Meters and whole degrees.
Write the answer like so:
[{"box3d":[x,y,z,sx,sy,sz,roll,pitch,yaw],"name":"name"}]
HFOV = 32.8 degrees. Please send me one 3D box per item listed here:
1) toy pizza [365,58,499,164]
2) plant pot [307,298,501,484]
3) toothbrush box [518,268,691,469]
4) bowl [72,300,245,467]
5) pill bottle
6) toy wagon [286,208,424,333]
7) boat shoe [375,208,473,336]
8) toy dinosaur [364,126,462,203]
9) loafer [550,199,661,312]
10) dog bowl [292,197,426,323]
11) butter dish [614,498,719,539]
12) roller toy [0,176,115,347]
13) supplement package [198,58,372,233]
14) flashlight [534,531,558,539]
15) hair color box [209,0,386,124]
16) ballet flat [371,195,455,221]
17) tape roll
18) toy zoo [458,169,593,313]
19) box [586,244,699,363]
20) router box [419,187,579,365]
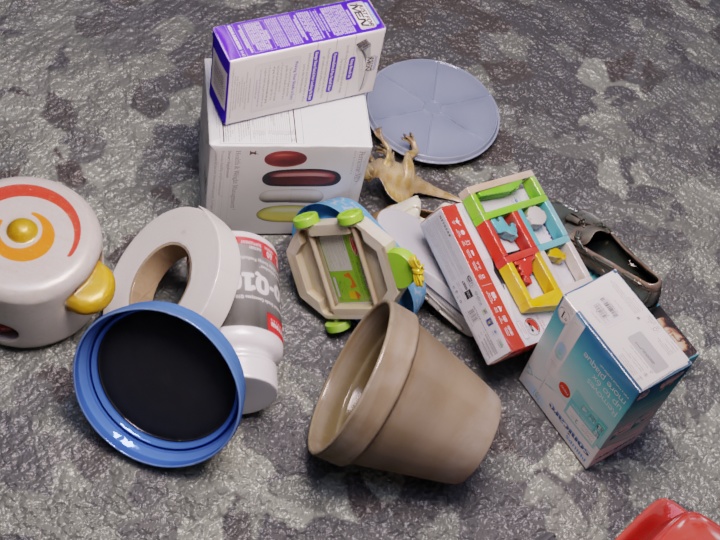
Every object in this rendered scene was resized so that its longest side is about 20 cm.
[{"box3d":[0.101,-0.225,1.764,0.200,0.032,0.200,5,54,-7],"name":"toy pizza"},{"box3d":[0.059,0.159,1.416,0.173,0.200,0.200,28,54,-12],"name":"plant pot"},{"box3d":[0.285,0.120,1.458,0.085,0.200,0.146,-24,64,-23],"name":"toothbrush box"},{"box3d":[-0.224,0.126,1.374,0.200,0.201,0.039,22,26,5],"name":"bowl"},{"box3d":[-0.151,0.063,1.470,0.114,0.114,0.200,0,56,-10],"name":"pill bottle"},{"box3d":[0.000,0.000,1.487,0.200,0.155,0.040,-2,23,37],"name":"toy wagon"},{"box3d":[0.090,0.005,1.574,0.200,0.066,0.072,40,46,5],"name":"boat shoe"},{"box3d":[0.054,-0.133,1.664,0.200,0.058,0.101,14,56,-41],"name":"toy dinosaur"},{"box3d":[0.316,-0.030,1.588,0.072,0.063,0.200,-33,66,-26],"name":"loafer"},{"box3d":[0.002,-0.009,1.543,0.200,0.111,0.050,48,45,6],"name":"dog bowl"},{"box3d":[0.370,0.350,1.348,0.200,0.148,0.199,-35,69,-29],"name":"butter dish"},{"box3d":[-0.398,-0.012,1.460,0.182,0.140,0.200,-14,60,-18],"name":"roller toy"},{"box3d":[-0.104,-0.157,1.581,0.200,0.191,0.147,-1,57,-10],"name":"supplement package"},{"box3d":[0.150,0.368,1.350,0.200,0.068,0.068,-28,103,-22],"name":"flashlight"},{"box3d":[-0.077,-0.252,1.467,0.200,0.109,0.065,-14,58,-20],"name":"hair color box"},{"box3d":[0.094,-0.062,1.624,0.200,0.072,0.068,8,46,-4],"name":"ballet flat"},{"box3d":[-0.225,0.021,1.451,0.037,0.203,0.203,32,41,-43],"name":"tape roll"},{"box3d":[0.216,-0.026,1.534,0.131,0.020,0.200,-17,75,-41],"name":"toy zoo"},{"box3d":[0.344,0.060,1.602,0.082,0.049,0.200,-23,63,-24],"name":"box"},{"box3d":[0.190,0.002,1.548,0.179,0.049,0.200,-16,75,-41],"name":"router box"}]
